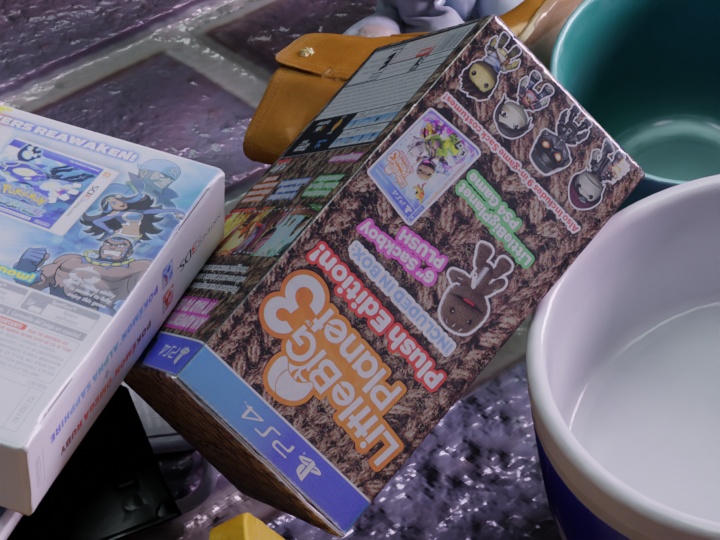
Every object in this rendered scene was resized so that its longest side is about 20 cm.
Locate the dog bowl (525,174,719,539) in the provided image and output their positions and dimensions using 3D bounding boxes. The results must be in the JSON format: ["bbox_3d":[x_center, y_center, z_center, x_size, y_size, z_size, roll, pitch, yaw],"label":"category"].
[{"bbox_3d":[0.169,0.055,0.848,0.198,0.079,0.201,-6,45,5],"label":"dog bowl"}]

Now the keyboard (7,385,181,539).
[{"bbox_3d":[-0.180,0.126,0.911,0.199,0.040,0.105,-19,66,-16],"label":"keyboard"}]

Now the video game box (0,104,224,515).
[{"bbox_3d":[-0.182,-0.002,0.864,0.199,0.047,0.183,17,46,15],"label":"video game box"}]

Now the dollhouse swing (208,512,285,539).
[{"bbox_3d":[-0.134,0.149,0.732,0.199,0.176,0.182,-27,37,10],"label":"dollhouse swing"}]

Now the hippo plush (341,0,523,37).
[{"bbox_3d":[0.064,-0.198,1.242,0.158,0.162,0.201,5,38,8],"label":"hippo plush"}]

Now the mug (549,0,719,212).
[{"bbox_3d":[0.184,-0.079,1.100,0.152,0.115,0.185,36,64,27],"label":"mug"}]

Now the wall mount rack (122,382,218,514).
[{"bbox_3d":[-0.139,0.032,1.010,0.172,0.075,0.201,-4,37,-15],"label":"wall mount rack"}]

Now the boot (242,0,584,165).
[{"bbox_3d":[0.035,-0.116,1.141,0.143,0.071,0.201,18,51,31],"label":"boot"}]

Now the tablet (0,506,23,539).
[{"bbox_3d":[-0.179,0.079,0.855,0.129,0.014,0.200,3,42,30],"label":"tablet"}]

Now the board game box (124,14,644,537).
[{"bbox_3d":[0.000,0.000,0.900,0.200,0.097,0.159,-49,13,-11],"label":"board game box"}]
